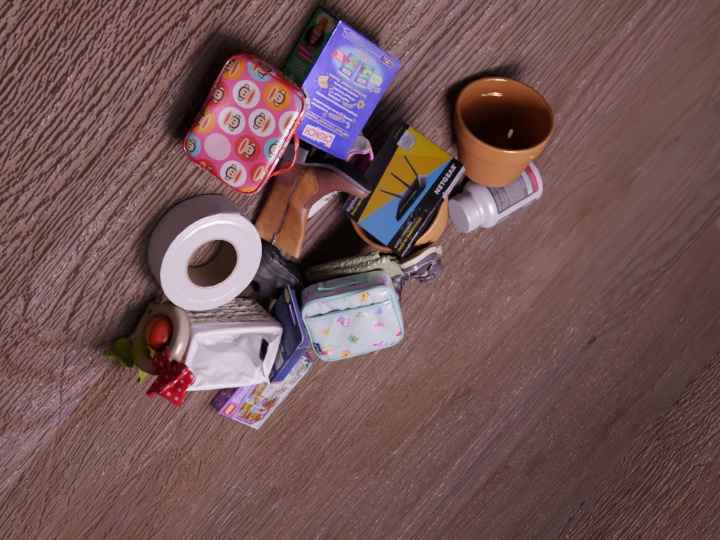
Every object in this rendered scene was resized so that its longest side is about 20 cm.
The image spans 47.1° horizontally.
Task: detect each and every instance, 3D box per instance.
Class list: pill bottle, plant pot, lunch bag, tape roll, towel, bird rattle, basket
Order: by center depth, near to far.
[{"bbox_3d":[-0.175,-0.231,1.341,0.174,0.082,0.202,33,107,-10],"label":"lunch bag"},{"bbox_3d":[-0.363,0.138,1.469,0.112,0.198,0.167,24,81,-42],"label":"bird rattle"},{"bbox_3d":[-0.278,-0.031,1.484,0.199,0.071,0.206,-21,133,-24],"label":"tape roll"},{"bbox_3d":[-0.269,0.134,1.582,0.197,0.123,0.138,0,122,-39],"label":"basket"},{"bbox_3d":[-0.020,0.087,1.614,0.195,0.078,0.163,-14,127,5],"label":"lunch bag"},{"bbox_3d":[0.092,-0.125,1.634,0.201,0.200,0.140,-50,154,7],"label":"plant pot"},{"bbox_3d":[0.000,0.000,1.657,0.196,0.037,0.147,-12,167,29],"label":"towel"},{"bbox_3d":[0.274,-0.265,1.659,0.197,0.202,0.141,-23,151,-22],"label":"plant pot"},{"bbox_3d":[0.293,-0.164,1.812,0.197,0.111,0.112,-29,137,-17],"label":"pill bottle"}]

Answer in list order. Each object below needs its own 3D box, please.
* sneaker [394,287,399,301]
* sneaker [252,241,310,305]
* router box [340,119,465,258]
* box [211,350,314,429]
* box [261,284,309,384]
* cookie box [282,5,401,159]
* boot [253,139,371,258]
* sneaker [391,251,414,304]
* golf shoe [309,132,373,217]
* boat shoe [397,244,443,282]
[{"bbox_3d":[0.007,0.093,1.729,0.070,0.098,0.201,36,110,-15],"label":"sneaker"},{"bbox_3d":[-0.163,0.022,1.630,0.090,0.077,0.200,-36,136,8],"label":"sneaker"},{"bbox_3d":[0.078,-0.148,1.521,0.202,0.148,0.051,-55,168,5],"label":"router box"},{"bbox_3d":[-0.208,0.240,1.778,0.201,0.039,0.136,-49,139,4],"label":"box"},{"bbox_3d":[-0.148,0.125,1.615,0.032,0.124,0.201,-4,152,-28],"label":"box"},{"bbox_3d":[-0.050,-0.321,1.435,0.169,0.075,0.202,20,108,-46],"label":"cookie box"},{"bbox_3d":[-0.092,-0.111,1.504,0.185,0.069,0.204,23,112,1],"label":"boot"},{"bbox_3d":[0.068,0.038,1.799,0.197,0.060,0.106,-27,102,-11],"label":"sneaker"},{"bbox_3d":[-0.052,-0.172,1.541,0.075,0.092,0.202,23,107,-48],"label":"golf shoe"},{"bbox_3d":[0.127,-0.009,1.614,0.071,0.066,0.200,-21,180,17],"label":"boat shoe"}]
